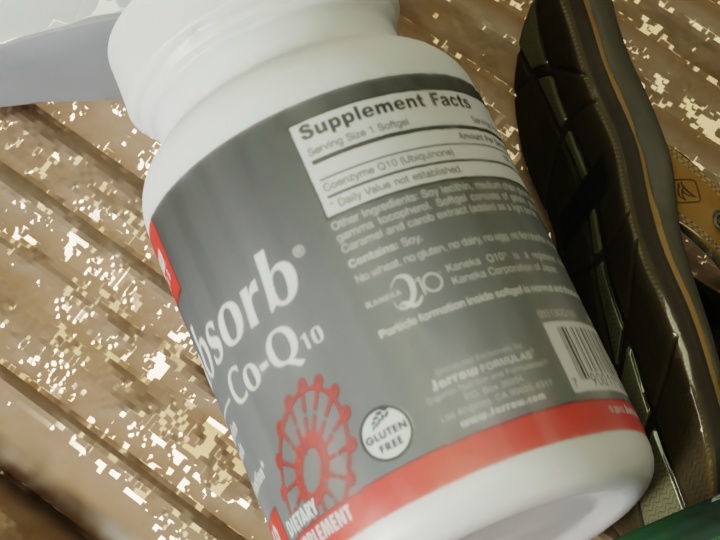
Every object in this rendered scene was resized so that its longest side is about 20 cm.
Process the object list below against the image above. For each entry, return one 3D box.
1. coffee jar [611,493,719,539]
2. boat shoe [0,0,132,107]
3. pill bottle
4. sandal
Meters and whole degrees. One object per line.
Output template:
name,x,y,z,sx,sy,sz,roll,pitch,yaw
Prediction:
coffee jar,0.172,0.082,0.627,0.200,0.104,0.085,-26,59,10
boat shoe,-0.125,-0.095,0.761,0.199,0.071,0.070,-10,73,8
pill bottle,0.000,0.000,0.691,0.116,0.116,0.200,-23,71,-3
sandal,0.095,-0.005,0.717,0.054,0.082,0.200,-2,62,-19
